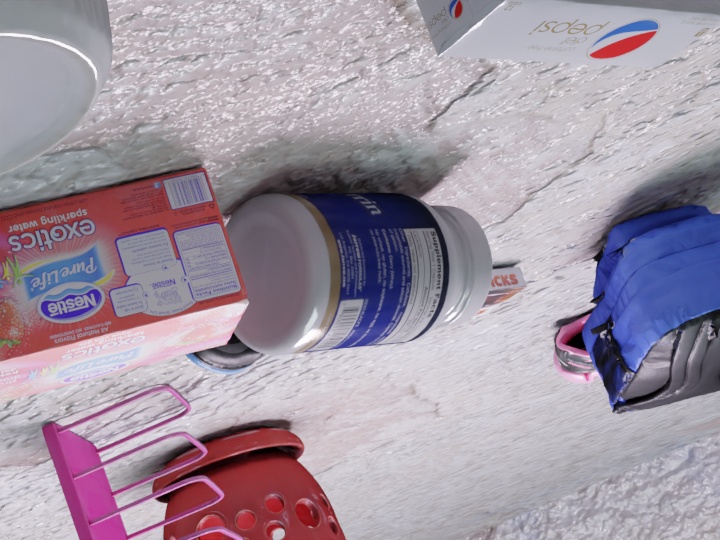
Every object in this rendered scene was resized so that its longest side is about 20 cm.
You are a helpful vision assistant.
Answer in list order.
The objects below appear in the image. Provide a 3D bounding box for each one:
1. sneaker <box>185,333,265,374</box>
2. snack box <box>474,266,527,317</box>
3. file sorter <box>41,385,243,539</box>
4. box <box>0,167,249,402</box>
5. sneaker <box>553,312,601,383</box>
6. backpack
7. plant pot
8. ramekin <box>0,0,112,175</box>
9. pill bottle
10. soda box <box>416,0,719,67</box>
[{"bbox_3d":[-0.062,0.027,1.414,0.199,0.071,0.083,-15,158,-34],"label":"sneaker"},{"bbox_3d":[0.060,0.027,1.616,0.199,0.024,0.072,-6,159,-41],"label":"snack box"},{"bbox_3d":[-0.193,0.227,1.654,0.125,0.201,0.139,-23,163,2],"label":"file sorter"},{"bbox_3d":[-0.186,0.015,1.162,0.199,0.103,0.095,-15,163,-20],"label":"box"},{"bbox_3d":[0.301,0.061,1.933,0.199,0.079,0.095,-24,152,8],"label":"sneaker"},{"bbox_3d":[0.293,0.025,1.627,0.162,0.169,0.200,-19,160,-14],"label":"backpack"},{"bbox_3d":[-0.125,0.280,1.919,0.199,0.183,0.201,-18,164,-5],"label":"plant pot"},{"bbox_3d":[-0.204,-0.105,0.781,0.201,0.095,0.202,-18,163,-6],"label":"ramekin"},{"bbox_3d":[0.000,0.000,1.304,0.199,0.116,0.116,-2,156,-45],"label":"pill bottle"},{"bbox_3d":[0.121,-0.163,1.012,0.199,0.068,0.064,-4,157,-42],"label":"soda box"}]
